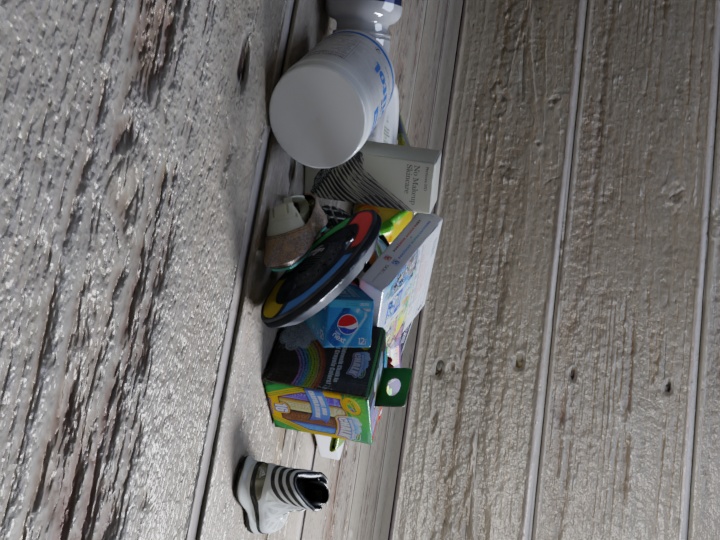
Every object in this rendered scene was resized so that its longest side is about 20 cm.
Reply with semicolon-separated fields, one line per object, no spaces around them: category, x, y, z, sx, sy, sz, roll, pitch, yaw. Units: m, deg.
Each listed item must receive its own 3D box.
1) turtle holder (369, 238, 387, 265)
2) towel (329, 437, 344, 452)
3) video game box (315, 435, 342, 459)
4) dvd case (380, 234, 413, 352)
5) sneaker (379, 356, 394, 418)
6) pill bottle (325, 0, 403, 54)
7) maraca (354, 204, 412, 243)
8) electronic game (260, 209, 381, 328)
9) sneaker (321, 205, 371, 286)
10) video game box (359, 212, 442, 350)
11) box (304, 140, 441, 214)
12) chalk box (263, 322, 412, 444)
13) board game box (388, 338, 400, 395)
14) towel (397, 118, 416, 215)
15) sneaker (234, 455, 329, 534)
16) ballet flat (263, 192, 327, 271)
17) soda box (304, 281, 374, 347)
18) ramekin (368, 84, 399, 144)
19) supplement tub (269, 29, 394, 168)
turtle holder;0.007;-0.001;1.310;0.184;0.138;0.136;-8;91;-57
towel;-0.019;0.215;1.321;0.200;0.022;0.148;-48;143;-70
video game box;-0.046;0.219;1.387;0.202;0.046;0.185;84;19;-50
dvd case;0.053;0.052;1.420;0.152;0.024;0.202;61;-23;29
sneaker;0.018;0.213;1.264;0.200;0.076;0.119;-9;105;-76
pill bottle;0.008;-0.421;1.098;0.120;0.116;0.206;-44;140;-73
maraca;0.037;-0.097;1.477;0.108;0.135;0.201;58;31;-15
electronic game;-0.051;-0.004;0.948;0.042;0.198;0.201;47;31;-16
sneaker;-0.039;-0.020;1.190;0.085;0.075;0.203;-53;-142;36
video game box;0.054;0.035;1.158;0.183;0.046;0.203;-50;158;-39
box;0.018;-0.145;1.114;0.069;0.194;0.084;-57;153;-63
chalk box;-0.024;0.160;1.083;0.126;0.194;0.127;87;16;-48
board game box;0.019;0.126;1.456;0.166;0.056;0.203;54;-22;39
towel;0.086;-0.216;1.439;0.145;0.022;0.204;63;15;-51
sneaker;-0.097;0.322;1.025;0.202;0.112;0.077;82;19;-56
ballet flat;-0.092;-0.059;0.985;0.200;0.066;0.069;-69;144;-71
soda box;-0.043;0.045;1.039;0.200;0.066;0.066;-140;-126;-68
ramekin;0.009;-0.245;1.288;0.202;0.092;0.208;7;90;-80
supplement tub;-0.031;-0.229;0.980;0.201;0.128;0.135;-67;161;-58
